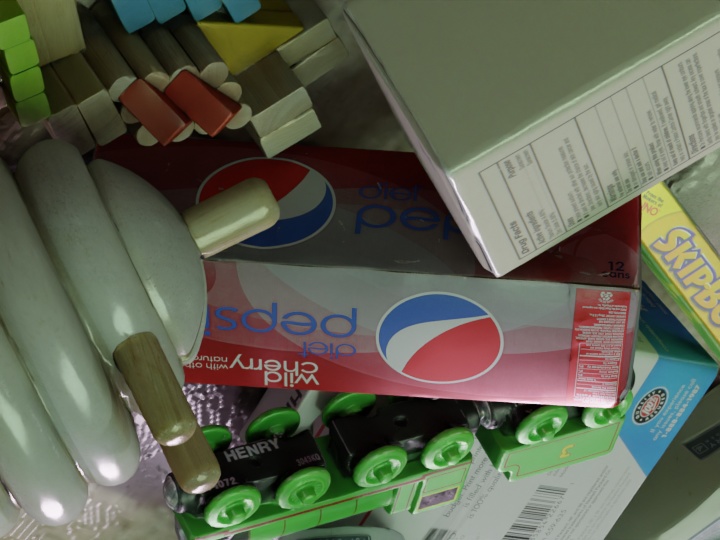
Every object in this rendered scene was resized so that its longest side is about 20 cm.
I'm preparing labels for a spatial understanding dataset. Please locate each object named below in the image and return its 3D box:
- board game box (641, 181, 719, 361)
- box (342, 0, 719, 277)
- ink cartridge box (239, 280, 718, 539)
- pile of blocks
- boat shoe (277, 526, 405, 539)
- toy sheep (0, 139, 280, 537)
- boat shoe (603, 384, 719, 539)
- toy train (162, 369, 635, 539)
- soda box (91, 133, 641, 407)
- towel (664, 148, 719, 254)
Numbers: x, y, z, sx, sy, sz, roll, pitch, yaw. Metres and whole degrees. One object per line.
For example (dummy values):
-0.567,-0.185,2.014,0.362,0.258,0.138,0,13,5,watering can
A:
0.133,0.006,1.112,0.030,0.096,0.200,-40,119,4,board game box
0.104,-0.091,0.941,0.200,0.078,0.095,-30,154,-1,box
0.035,0.051,1.150,0.200,0.067,0.116,12,120,-40,ink cartridge box
-0.083,-0.075,0.959,0.200,0.062,0.082,-5,130,-31,pile of blocks
-0.003,0.167,1.167,0.071,0.091,0.200,-3,165,7,boat shoe
-0.115,0.025,0.918,0.200,0.138,0.138,-25,138,-8,toy sheep
0.147,0.106,1.275,0.200,0.070,0.072,-27,135,-15,boat shoe
0.015,0.069,1.075,0.199,0.042,0.056,-13,144,-24,toy train
0.000,0.000,1.014,0.199,0.070,0.064,4,132,2,soda box
0.208,-0.078,1.177,0.200,0.035,0.132,-48,136,15,towel
